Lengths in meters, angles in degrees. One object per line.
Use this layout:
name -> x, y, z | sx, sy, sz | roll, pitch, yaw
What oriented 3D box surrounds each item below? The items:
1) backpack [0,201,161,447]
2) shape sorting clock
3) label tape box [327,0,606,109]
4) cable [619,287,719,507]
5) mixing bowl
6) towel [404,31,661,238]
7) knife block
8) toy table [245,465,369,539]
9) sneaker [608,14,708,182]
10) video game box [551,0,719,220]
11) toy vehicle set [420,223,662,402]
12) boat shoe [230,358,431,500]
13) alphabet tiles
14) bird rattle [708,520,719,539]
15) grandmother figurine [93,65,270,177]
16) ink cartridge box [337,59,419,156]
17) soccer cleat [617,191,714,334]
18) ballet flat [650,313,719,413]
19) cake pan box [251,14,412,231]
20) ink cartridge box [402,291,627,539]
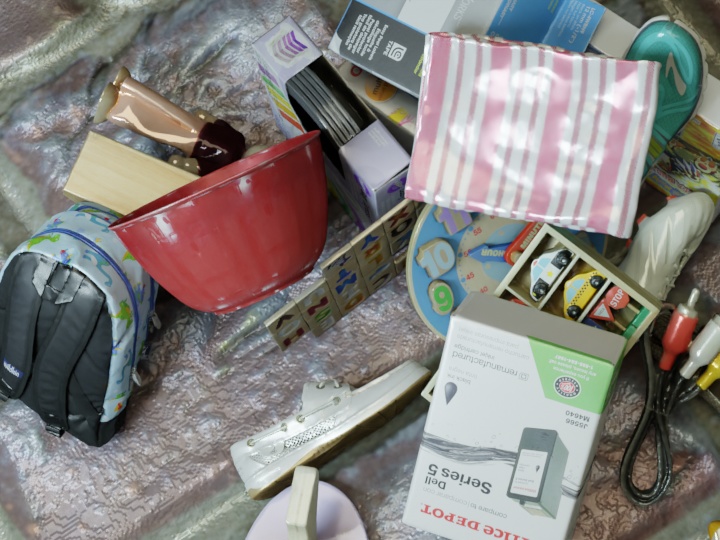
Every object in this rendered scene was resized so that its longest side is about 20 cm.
backpack -> -0.260, 0.036, 1.473 | 0.162, 0.201, 0.154 | 31, 57, 14
shape sorting clock -> 0.134, -0.017, 1.457 | 0.199, 0.201, 0.039 | -34, 30, -4
label tape box -> 0.090, -0.210, 1.408 | 0.199, 0.066, 0.144 | 30, 96, 27
cable -> 0.268, 0.109, 1.427 | 0.097, 0.050, 0.201 | 26, 95, -4
mixing bowl -> -0.104, -0.032, 1.395 | 0.199, 0.200, 0.109 | -25, 99, -1
towel -> 0.138, -0.113, 1.336 | 0.198, 0.030, 0.148 | 11, 100, 18
knife block -> -0.150, -0.050, 1.501 | 0.175, 0.200, 0.064 | 10, 72, 40
toy table -> -0.056, 0.276, 1.418 | 0.182, 0.117, 0.202 | -4, 72, 6
sneaker -> 0.228, -0.116, 1.359 | 0.077, 0.080, 0.201 | 29, 123, 12
video game box -> 0.257, -0.144, 1.471 | 0.199, 0.182, 0.047 | 36, 78, 16
toy vehicle set -> 0.158, 0.070, 1.438 | 0.124, 0.027, 0.201 | 36, 111, 4
boat shoe -> -0.030, 0.129, 1.482 | 0.199, 0.071, 0.070 | -32, 73, -3
alphabet tiles -> 0.000, 0.000, 1.466 | 0.200, 0.167, 0.008 | -38, 75, -5
bird rattle -> 0.376, 0.278, 1.395 | 0.162, 0.113, 0.202 | -4, 86, 18
grandmother figurine -> -0.154, -0.125, 1.561 | 0.199, 0.061, 0.122 | 24, 41, -2
ink cartridge box -> 0.072, -0.163, 1.529 | 0.199, 0.125, 0.129 | 36, 80, 15
soccer cleat -> 0.255, 0.016, 1.468 | 0.200, 0.069, 0.078 | -46, 48, 8
ballet flat -> 0.340, 0.103, 1.458 | 0.200, 0.046, 0.067 | 38, 80, 16
cake pan box -> -0.018, -0.119, 1.489 | 0.052, 0.200, 0.184 | -38, 75, -8
ink cartridge box -> 0.132, 0.139, 1.404 | 0.144, 0.084, 0.202 | 16, 109, 12
